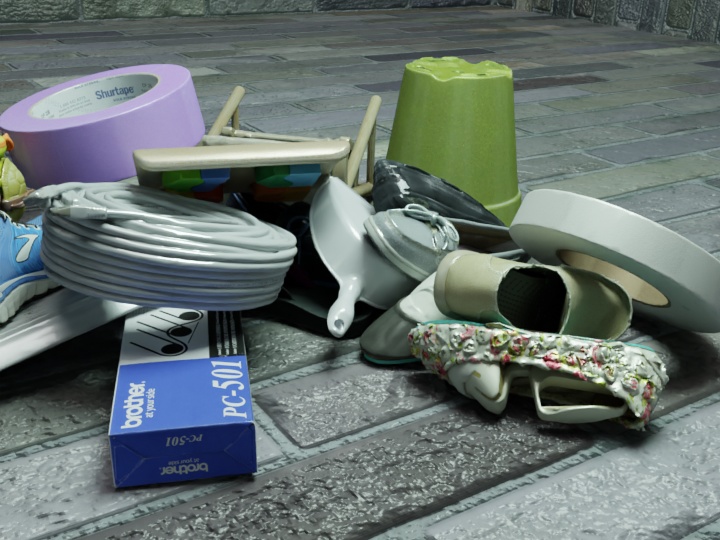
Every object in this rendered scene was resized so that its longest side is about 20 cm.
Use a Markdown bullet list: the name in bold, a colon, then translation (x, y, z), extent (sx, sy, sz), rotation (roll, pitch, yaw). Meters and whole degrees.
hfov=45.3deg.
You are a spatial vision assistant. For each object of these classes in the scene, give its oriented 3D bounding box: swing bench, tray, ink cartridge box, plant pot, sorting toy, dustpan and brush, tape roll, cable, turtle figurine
- **swing bench**: translation (-0.091, -0.129, 1.039), extent (0.198, 0.130, 0.200), rotation (8, 29, 11)
- **tray**: translation (-0.265, 0.041, 0.688), extent (0.200, 0.022, 0.107), rotation (-27, 24, -32)
- **ink cartridge box**: translation (-0.131, 0.080, 0.644), extent (0.094, 0.044, 0.200), rotation (-3, 24, -9)
- **plant pot**: translation (0.108, -0.144, 1.007), extent (0.199, 0.191, 0.200), rotation (3, 24, -1)
- **sorting toy**: translation (-0.115, -0.087, 0.814), extent (0.184, 0.037, 0.200), rotation (-5, -1, -12)
- **dustpan and brush**: translation (0.000, 0.000, 0.776), extent (0.139, 0.057, 0.200), rotation (40, 18, -11)
- **tape roll**: translation (0.227, -0.007, 0.750), extent (0.202, 0.037, 0.203), rotation (27, -5, 3)
- **cable**: translation (-0.152, -0.019, 0.693), extent (0.199, 0.070, 0.200), rotation (13, 9, -6)
- **tape roll**: translation (-0.268, -0.154, 0.904), extent (0.199, 0.066, 0.200), rotation (-8, 29, 5)
- **turtle figurine**: translation (-0.340, -0.065, 0.813), extent (0.064, 0.162, 0.200), rotation (-6, 24, -20)

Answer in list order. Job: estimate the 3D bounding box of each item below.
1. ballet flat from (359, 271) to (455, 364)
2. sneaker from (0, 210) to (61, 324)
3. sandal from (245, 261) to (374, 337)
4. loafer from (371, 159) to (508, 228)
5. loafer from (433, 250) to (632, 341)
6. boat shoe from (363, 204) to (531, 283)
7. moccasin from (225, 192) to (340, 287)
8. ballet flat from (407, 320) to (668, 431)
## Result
- **ballet flat**: translation (0.092, 0.030, 0.751), extent (0.199, 0.069, 0.068), rotation (-8, 26, -21)
- **sneaker**: translation (-0.288, -0.020, 0.704), extent (0.078, 0.090, 0.200), rotation (-6, 21, 16)
- **sandal**: translation (-0.079, 0.009, 0.804), extent (0.200, 0.048, 0.075), rotation (13, 26, 18)
- **loafer**: translation (0.087, -0.061, 0.878), extent (0.200, 0.068, 0.071), rotation (19, 49, -44)
- **loafer**: translation (0.153, 0.031, 0.702), extent (0.199, 0.076, 0.068), rotation (8, 6, -29)
- **boat shoe**: translation (0.086, -0.026, 0.798), extent (0.201, 0.065, 0.075), rotation (16, 31, -40)
- **moccasin**: translation (-0.071, -0.039, 0.893), extent (0.199, 0.068, 0.080), rotation (19, 26, 27)
- **ballet flat**: translation (0.127, 0.079, 0.651), extent (0.199, 0.076, 0.064), rotation (5, 56, 18)
